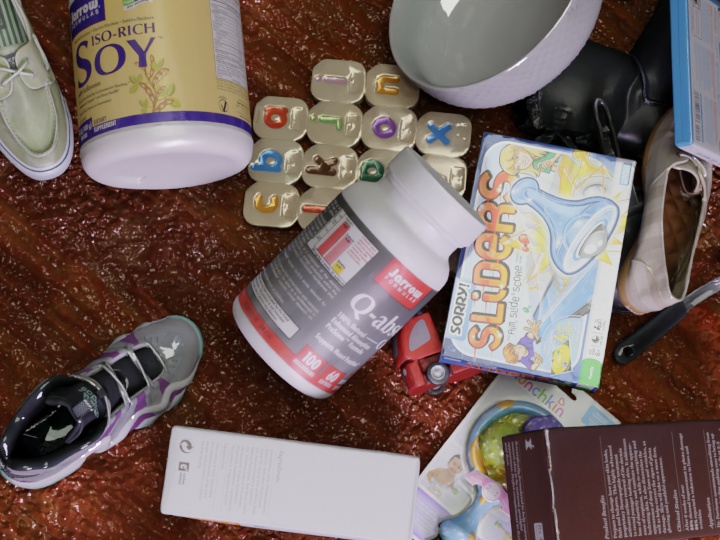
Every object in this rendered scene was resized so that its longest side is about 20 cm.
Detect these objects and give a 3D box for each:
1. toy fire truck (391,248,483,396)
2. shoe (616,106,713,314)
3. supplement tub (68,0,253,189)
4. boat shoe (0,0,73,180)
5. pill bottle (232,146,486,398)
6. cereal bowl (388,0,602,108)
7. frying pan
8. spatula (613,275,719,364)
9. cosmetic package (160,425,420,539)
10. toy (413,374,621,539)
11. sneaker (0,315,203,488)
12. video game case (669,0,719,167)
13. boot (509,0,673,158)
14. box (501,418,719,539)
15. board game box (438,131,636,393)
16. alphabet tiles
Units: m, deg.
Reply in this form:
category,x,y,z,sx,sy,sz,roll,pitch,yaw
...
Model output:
category,x,y,z,sx,sy,sz,roll,pitch,yaw
toy fire truck,0.112,0.015,1.220,0.199,0.049,0.142,-19,74,-6
shoe,0.276,-0.057,1.204,0.070,0.053,0.201,23,73,-21
supplement tub,-0.169,-0.180,1.172,0.145,0.145,0.201,-5,80,-9
boat shoe,-0.303,-0.174,1.193,0.072,0.062,0.201,-22,84,-12
pill bottle,0.000,0.000,1.147,0.200,0.116,0.116,-45,88,9
cereal bowl,0.128,-0.225,1.210,0.083,0.200,0.201,34,72,-44
frying pan,0.251,-0.054,1.239,0.114,0.031,0.191,4,100,-19
spatula,0.307,0.025,1.264,0.200,0.021,0.057,-35,99,-11
cosmetic package,-0.056,0.177,1.133,0.199,0.101,0.072,7,79,0
toy,0.131,0.171,1.198,0.115,0.047,0.200,40,77,0
sneaker,-0.206,0.103,1.114,0.200,0.140,0.078,-41,87,-13
video game case,0.327,-0.160,1.235,0.200,0.018,0.144,12,74,-51
boot,0.229,-0.192,1.269,0.162,0.073,0.199,12,84,-8
box,0.223,0.180,1.170,0.199,0.075,0.101,1,79,-28
board game box,0.150,-0.008,1.180,0.135,0.034,0.201,11,77,3
alphabet tiles,-0.002,-0.088,1.234,0.195,0.015,0.201,5,79,2
